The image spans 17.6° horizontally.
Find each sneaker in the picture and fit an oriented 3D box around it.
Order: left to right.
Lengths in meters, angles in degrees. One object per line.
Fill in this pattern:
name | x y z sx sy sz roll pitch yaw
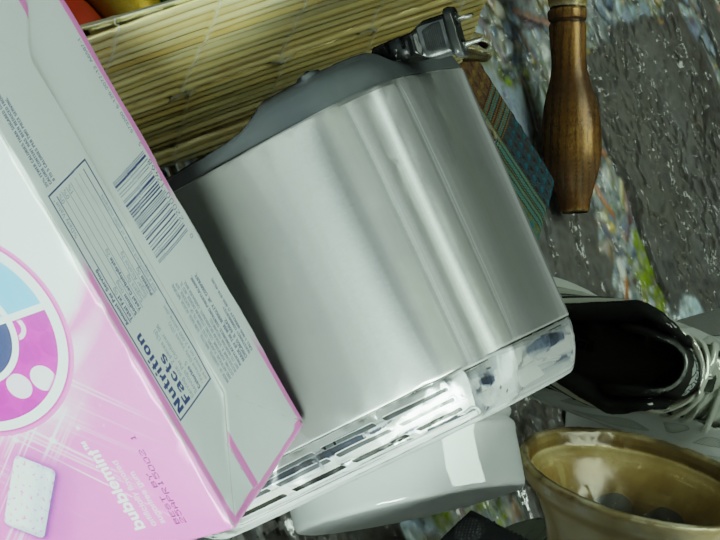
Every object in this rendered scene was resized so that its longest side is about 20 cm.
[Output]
sneaker | 0.151 0.060 1.043 0.115 0.200 0.076 -139 -112 -84

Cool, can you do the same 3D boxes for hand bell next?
hand bell | 0.113 -0.131 1.261 0.104 0.104 0.200 3 82 -59
hand bell | 0.099 0.179 0.995 0.104 0.104 0.200 -19 124 -61

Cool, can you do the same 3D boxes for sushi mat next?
sushi mat | -0.027 -0.080 0.838 0.200 0.096 0.012 -22 65 -32

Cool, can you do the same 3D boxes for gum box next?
gum box | -0.114 0.007 0.748 0.200 0.113 0.066 61 31 -17

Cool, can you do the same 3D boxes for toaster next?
toaster | -0.012 0.007 0.824 0.129 0.200 0.114 63 25 3

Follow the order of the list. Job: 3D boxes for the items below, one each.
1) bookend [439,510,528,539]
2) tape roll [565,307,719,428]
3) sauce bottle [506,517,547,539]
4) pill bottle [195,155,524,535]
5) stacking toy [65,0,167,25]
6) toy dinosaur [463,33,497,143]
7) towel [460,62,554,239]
bookend | 0.035 0.232 0.851 0.199 0.092 0.200 -43 132 -21
tape roll | 0.215 0.115 1.221 0.203 0.139 0.203 35 46 -46
sauce bottle | 0.110 0.208 1.070 0.200 0.066 0.066 63 30 -11
pill bottle | 0.000 0.000 0.946 0.114 0.114 0.200 6 69 -58
stacking toy | -0.074 -0.095 0.846 0.200 0.085 0.085 -34 106 -27
toy dinosaur | 0.010 -0.100 1.057 0.200 0.058 0.101 26 36 -63
towel | 0.038 -0.037 1.127 0.147 0.022 0.200 56 32 -25
